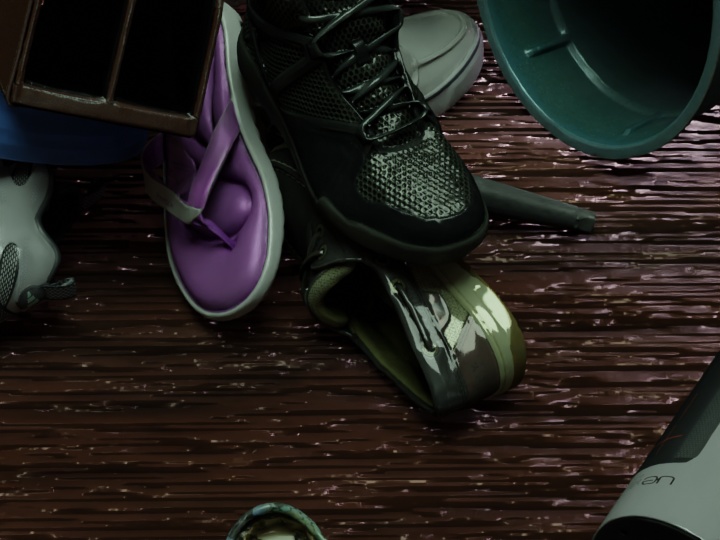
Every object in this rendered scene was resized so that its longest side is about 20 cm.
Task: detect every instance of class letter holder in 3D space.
[{"bbox_3d":[-0.141,-0.175,0.927,0.100,0.144,0.200,9,18,-23],"label":"letter holder"}]

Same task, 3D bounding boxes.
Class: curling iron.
[{"bbox_3d":[0.037,-0.055,0.963,0.198,0.050,0.026,20,54,-4],"label":"curling iron"}]

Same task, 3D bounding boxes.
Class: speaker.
[{"bbox_3d":[0.185,0.083,0.805,0.081,0.082,0.200,24,48,24],"label":"speaker"}]

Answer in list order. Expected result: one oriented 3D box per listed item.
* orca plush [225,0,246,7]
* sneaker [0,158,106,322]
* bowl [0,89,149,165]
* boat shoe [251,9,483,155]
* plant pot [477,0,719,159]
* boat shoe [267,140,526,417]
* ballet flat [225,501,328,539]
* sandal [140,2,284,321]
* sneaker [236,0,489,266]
[{"bbox_3d":[-0.103,-0.187,1.129,0.105,0.071,0.200,48,60,-14],"label":"orca plush"},{"bbox_3d":[-0.211,-0.043,0.948,0.139,0.078,0.201,-14,52,-20],"label":"sneaker"},{"bbox_3d":[-0.214,-0.113,0.976,0.198,0.040,0.201,15,17,-5],"label":"bowl"},{"bbox_3d":[-0.003,-0.121,1.034,0.199,0.066,0.072,-27,49,-27],"label":"boat shoe"},{"bbox_3d":[0.204,-0.190,1.031,0.195,0.202,0.200,-21,46,-32],"label":"plant pot"},{"bbox_3d":[0.000,0.001,0.898,0.066,0.072,0.201,-26,53,-33],"label":"boat shoe"},{"bbox_3d":[-0.025,0.179,0.707,0.073,0.075,0.201,-10,44,-11],"label":"ballet flat"},{"bbox_3d":[-0.092,-0.063,0.940,0.050,0.082,0.204,21,45,-42],"label":"sandal"},{"bbox_3d":[-0.002,-0.096,0.867,0.076,0.115,0.200,-21,57,-18],"label":"sneaker"}]
